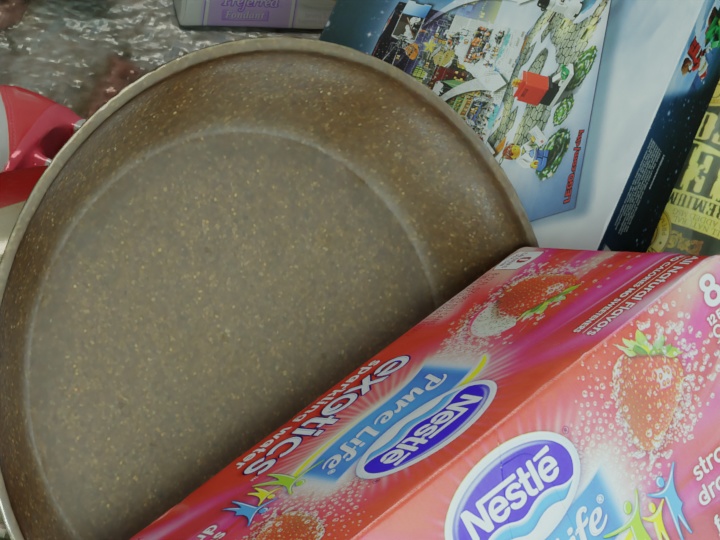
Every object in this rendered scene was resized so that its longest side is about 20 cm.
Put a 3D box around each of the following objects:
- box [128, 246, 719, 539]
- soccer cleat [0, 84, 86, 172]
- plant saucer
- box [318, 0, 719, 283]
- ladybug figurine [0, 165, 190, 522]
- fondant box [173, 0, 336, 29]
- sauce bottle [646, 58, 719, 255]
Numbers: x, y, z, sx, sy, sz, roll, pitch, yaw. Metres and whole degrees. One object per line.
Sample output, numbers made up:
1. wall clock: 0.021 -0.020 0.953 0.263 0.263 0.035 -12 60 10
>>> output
1. box: 0.026 0.082 0.663 0.200 0.096 0.099 -35 19 -26
2. soccer cleat: -0.169 -0.012 0.846 0.076 0.067 0.200 16 34 17
3. plant saucer: -0.029 0.031 0.706 0.199 0.202 0.037 -16 10 -31
4. box: 0.059 -0.085 0.815 0.136 0.038 0.201 18 77 32
5. ladybug figurine: -0.128 0.025 0.740 0.199 0.136 0.072 -23 56 -27
6. fondant box: -0.027 -0.191 1.117 0.143 0.059 0.201 0 37 -13
7. sauce bottle: 0.125 -0.011 0.819 0.064 0.201 0.065 21 -7 3
